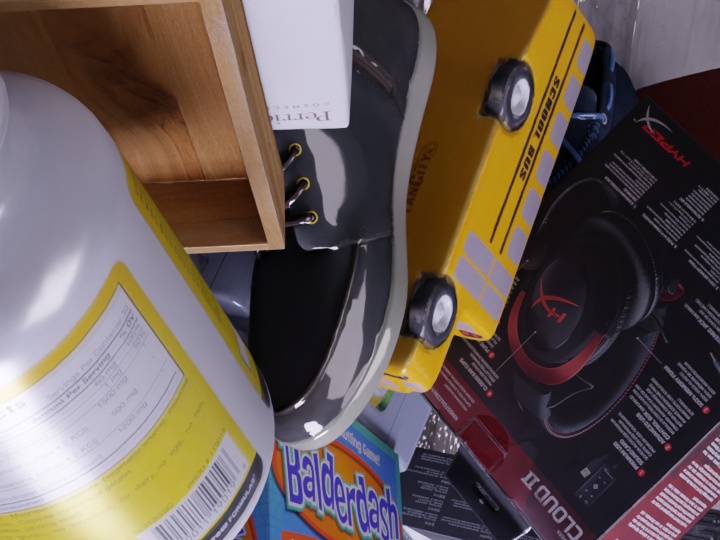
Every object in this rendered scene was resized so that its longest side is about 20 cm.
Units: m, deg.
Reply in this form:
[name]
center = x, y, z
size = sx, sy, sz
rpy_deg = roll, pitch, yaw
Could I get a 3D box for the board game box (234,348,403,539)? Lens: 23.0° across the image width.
[board game box]
center = -0.025, 0.155, 0.784
size = 0.152, 0.045, 0.202
rpy_deg = 43, 38, -56

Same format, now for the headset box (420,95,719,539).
[headset box]
center = 0.121, 0.043, 0.840
size = 0.200, 0.149, 0.075
rpy_deg = -45, 146, 5

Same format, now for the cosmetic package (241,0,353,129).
[cosmetic package]
center = -0.060, -0.122, 0.580
size = 0.200, 0.111, 0.082
rpy_deg = 79, 10, -68

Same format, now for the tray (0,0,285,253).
[tray]
center = -0.083, -0.056, 0.586
size = 0.200, 0.097, 0.037
rpy_deg = 81, 7, -70

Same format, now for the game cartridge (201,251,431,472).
[game cartridge]
center = 0.000, 0.000, 0.859
size = 0.200, 0.040, 0.134
rpy_deg = 48, 56, -52

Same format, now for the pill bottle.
[pill bottle]
center = -0.107, 0.013, 0.531
size = 0.113, 0.111, 0.201
rpy_deg = -61, 147, -24

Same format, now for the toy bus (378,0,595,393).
[toy bus]
center = 0.043, -0.039, 0.822
size = 0.078, 0.065, 0.202
rpy_deg = 42, 65, -55

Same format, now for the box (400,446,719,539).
[box]
center = 0.123, 0.166, 0.948
size = 0.050, 0.198, 0.158
rpy_deg = -65, 146, -24

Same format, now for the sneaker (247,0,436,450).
[sneaker]
center = -0.036, -0.034, 0.723
size = 0.106, 0.074, 0.202
rpy_deg = 24, 68, -42

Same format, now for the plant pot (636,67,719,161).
[plant pot]
center = 0.228, -0.010, 1.074
size = 0.200, 0.175, 0.201
rpy_deg = -51, 139, -36

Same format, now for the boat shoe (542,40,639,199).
[boat shoe]
center = 0.099, -0.071, 0.964
size = 0.200, 0.083, 0.069
rpy_deg = -53, 129, -61
